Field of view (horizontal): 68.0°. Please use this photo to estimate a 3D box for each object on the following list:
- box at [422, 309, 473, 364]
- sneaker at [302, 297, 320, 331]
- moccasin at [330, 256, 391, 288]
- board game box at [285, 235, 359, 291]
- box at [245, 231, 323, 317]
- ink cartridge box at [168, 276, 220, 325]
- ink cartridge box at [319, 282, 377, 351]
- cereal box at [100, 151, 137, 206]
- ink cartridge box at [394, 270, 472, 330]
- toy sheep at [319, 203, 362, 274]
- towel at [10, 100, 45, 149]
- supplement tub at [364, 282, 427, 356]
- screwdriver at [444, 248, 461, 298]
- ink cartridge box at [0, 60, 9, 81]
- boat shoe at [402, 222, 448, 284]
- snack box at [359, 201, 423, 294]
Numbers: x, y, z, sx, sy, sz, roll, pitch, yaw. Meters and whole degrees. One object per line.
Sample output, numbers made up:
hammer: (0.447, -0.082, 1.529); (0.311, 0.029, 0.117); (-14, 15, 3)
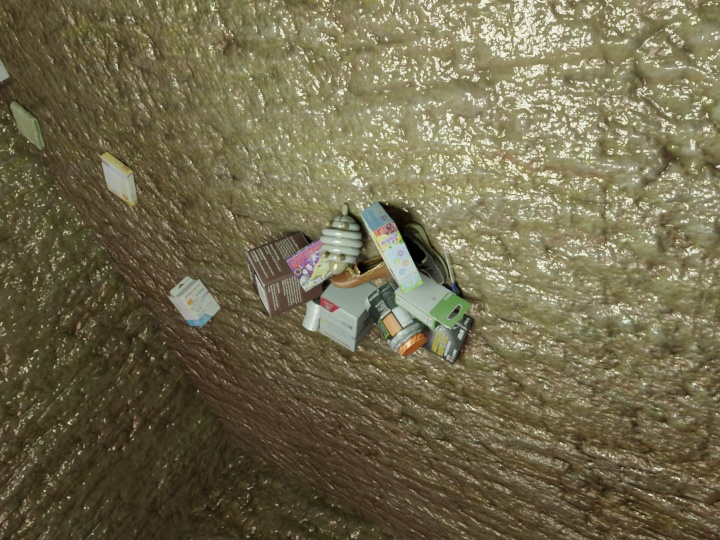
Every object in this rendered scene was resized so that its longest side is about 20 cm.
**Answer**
box: (0.244, 0.182, 1.623); (0.157, 0.048, 0.202); (29, 143, 17)
sneaker: (-0.173, 0.137, 1.844); (0.072, 0.200, 0.117); (15, 104, -15)
moccasin: (0.000, 0.001, 1.586); (0.198, 0.074, 0.078); (-11, 132, 24)
board game box: (-0.113, -0.037, 1.619); (0.121, 0.198, 0.032); (58, 178, -22)
box: (-0.244, 0.012, 1.728); (0.165, 0.197, 0.168); (53, 156, 37)
ink cartridge box: (-0.776, 0.140, 2.477); (0.124, 0.129, 0.202); (-4, 127, 44)
ink cartridge box: (-0.039, 0.134, 1.755); (0.144, 0.145, 0.202); (28, 143, 16)
cereal box: (-0.998, -0.375, 2.211); (0.143, 0.040, 0.201); (35, 144, 8)
ink cartridge box: (0.201, 0.093, 1.488); (0.199, 0.104, 0.060); (33, 150, 30)
toy sheep: (-0.055, -0.089, 1.528); (0.136, 0.137, 0.204); (14, 94, 32)
towel: (-1.490, -0.646, 2.390); (0.148, 0.037, 0.201); (38, 145, 3)
supplement tub: (0.108, 0.147, 1.595); (0.201, 0.121, 0.123); (57, 151, 22)
screwdriver: (0.247, 0.021, 1.462); (0.029, 0.028, 0.202); (-14, 125, 17)
ink cartridge box: (-1.572, -0.817, 2.189); (0.198, 0.145, 0.085); (20, 142, 27)
boat shoe: (0.169, -0.034, 1.448); (0.073, 0.065, 0.201); (-14, 118, 49)
snack box: (0.081, -0.063, 1.425); (0.202, 0.067, 0.169); (63, 180, -27)
